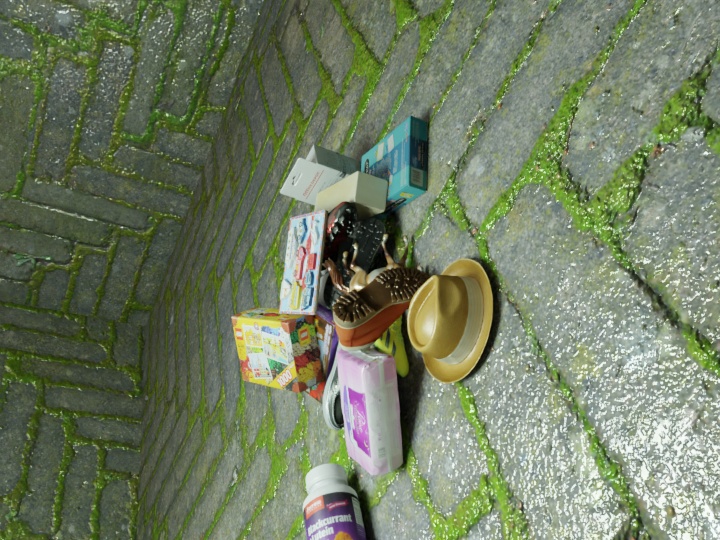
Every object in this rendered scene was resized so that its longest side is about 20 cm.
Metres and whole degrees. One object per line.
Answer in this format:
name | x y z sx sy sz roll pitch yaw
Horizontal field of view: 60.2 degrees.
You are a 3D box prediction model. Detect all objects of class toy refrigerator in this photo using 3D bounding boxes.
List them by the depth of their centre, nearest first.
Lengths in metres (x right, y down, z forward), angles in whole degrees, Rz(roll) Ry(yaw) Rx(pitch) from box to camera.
toy refrigerator | -0.024 -0.149 1.320 0.198 0.074 0.072 -14 66 61

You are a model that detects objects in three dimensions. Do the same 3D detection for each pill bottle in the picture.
pill bottle | -0.049 0.469 1.142 0.113 0.109 0.203 -56 33 33

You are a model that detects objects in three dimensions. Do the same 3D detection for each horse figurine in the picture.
horse figurine | 0.028 0.002 1.183 0.050 0.193 0.136 64 -165 -59

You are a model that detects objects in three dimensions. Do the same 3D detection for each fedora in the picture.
fedora | 0.131 0.075 1.005 0.200 0.080 0.207 -36 47 51

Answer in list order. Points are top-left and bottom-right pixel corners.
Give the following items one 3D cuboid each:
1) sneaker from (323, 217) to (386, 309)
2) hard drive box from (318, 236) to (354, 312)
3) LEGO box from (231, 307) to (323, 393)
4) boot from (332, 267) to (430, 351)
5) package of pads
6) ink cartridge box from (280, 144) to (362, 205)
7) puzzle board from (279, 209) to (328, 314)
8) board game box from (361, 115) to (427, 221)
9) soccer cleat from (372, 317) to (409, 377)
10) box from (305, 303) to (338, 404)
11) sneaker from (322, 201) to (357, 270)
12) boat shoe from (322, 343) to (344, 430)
sneaker | 0.000 0.000 1.269 0.074 0.088 0.203 28 79 22
hard drive box | -0.061 0.047 1.401 0.201 0.075 0.159 -52 35 40
LEGO box | -0.181 0.167 1.343 0.196 0.076 0.154 0 104 43
boot | 0.039 0.069 1.093 0.075 0.196 0.109 49 154 38
package of pads | 0.017 0.241 1.098 0.120 0.073 0.207 12 110 64
ink cartridge box | -0.077 -0.208 1.414 0.117 0.195 0.069 -50 36 38
puzzle board | -0.121 -0.015 1.262 0.149 0.017 0.207 -4 77 55
board game box | 0.066 -0.205 1.302 0.199 0.046 0.156 -27 55 57
soccer cleat | 0.052 0.106 1.170 0.082 0.065 0.203 -29 51 1
box | -0.107 0.170 1.356 0.135 0.039 0.206 29 122 33
sneaker | -0.069 -0.086 1.278 0.100 0.069 0.202 59 144 20
boat shoe | -0.029 0.223 1.268 0.056 0.067 0.207 -8 68 60
